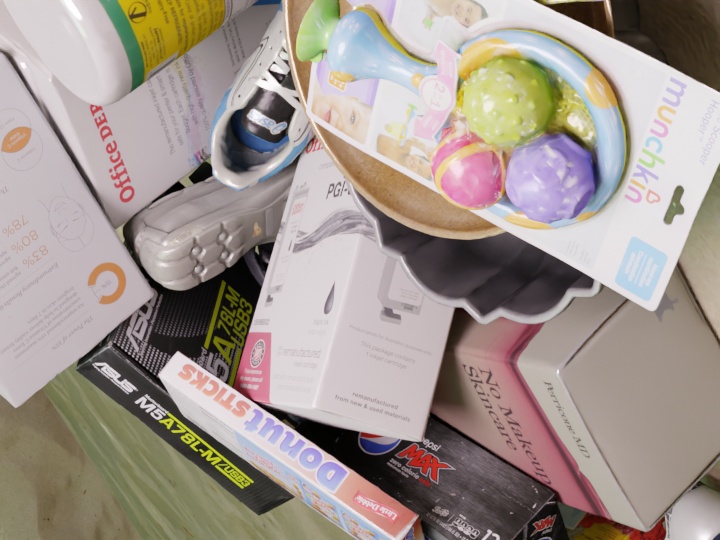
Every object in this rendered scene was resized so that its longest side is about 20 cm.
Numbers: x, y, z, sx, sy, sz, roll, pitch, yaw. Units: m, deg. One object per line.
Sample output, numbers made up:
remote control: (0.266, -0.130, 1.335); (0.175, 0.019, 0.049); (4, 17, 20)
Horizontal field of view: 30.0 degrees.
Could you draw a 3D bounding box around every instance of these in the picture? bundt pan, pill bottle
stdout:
bundt pan: (0.082, -0.078, 0.709); (0.200, 0.075, 0.204); (17, 116, 38)
pill bottle: (-0.106, -0.197, 0.792); (0.113, 0.200, 0.113); (41, 157, 22)

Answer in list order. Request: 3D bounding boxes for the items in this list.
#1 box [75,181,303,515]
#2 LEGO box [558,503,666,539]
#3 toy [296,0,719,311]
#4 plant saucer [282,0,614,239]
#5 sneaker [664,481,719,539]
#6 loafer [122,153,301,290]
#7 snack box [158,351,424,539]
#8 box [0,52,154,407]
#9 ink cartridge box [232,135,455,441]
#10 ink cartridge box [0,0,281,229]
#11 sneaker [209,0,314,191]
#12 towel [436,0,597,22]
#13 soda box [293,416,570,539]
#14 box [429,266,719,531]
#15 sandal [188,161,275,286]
box: (-0.112, 0.055, 1.039); (0.047, 0.201, 0.193); (-29, 120, 29)
LEGO box: (0.132, 0.210, 1.031); (0.199, 0.149, 0.078); (18, 142, 54)
toy: (0.053, -0.063, 0.592); (0.199, 0.047, 0.116); (33, 136, 21)
plant saucer: (0.045, -0.117, 0.651); (0.199, 0.035, 0.203); (17, 117, 38)
sneaker: (0.252, 0.225, 0.946); (0.080, 0.076, 0.201); (44, 156, 46)
loafer: (-0.080, -0.052, 0.977); (0.070, 0.199, 0.071); (38, 137, 34)
snack box: (-0.045, 0.126, 0.881); (0.199, 0.024, 0.072); (32, 159, 22)
box: (-0.250, -0.032, 0.898); (0.097, 0.124, 0.201); (19, 143, 53)
ink cartridge box: (0.000, 0.000, 0.880); (0.082, 0.202, 0.146); (19, 170, -24)
ink cartridge box: (-0.158, -0.166, 0.943); (0.144, 0.200, 0.148); (36, 154, 33)
sneaker: (-0.042, -0.128, 0.875); (0.071, 0.073, 0.201); (26, 132, -10)
towel: (0.070, -0.206, 0.551); (0.143, 0.023, 0.202); (6, 110, 42)
soda box: (0.046, 0.147, 0.916); (0.199, 0.071, 0.064); (29, 151, 42)
box: (0.128, 0.068, 0.869); (0.129, 0.109, 0.199); (58, 158, -19)
sandal: (-0.068, -0.007, 1.044); (0.200, 0.043, 0.076); (41, 174, 30)
